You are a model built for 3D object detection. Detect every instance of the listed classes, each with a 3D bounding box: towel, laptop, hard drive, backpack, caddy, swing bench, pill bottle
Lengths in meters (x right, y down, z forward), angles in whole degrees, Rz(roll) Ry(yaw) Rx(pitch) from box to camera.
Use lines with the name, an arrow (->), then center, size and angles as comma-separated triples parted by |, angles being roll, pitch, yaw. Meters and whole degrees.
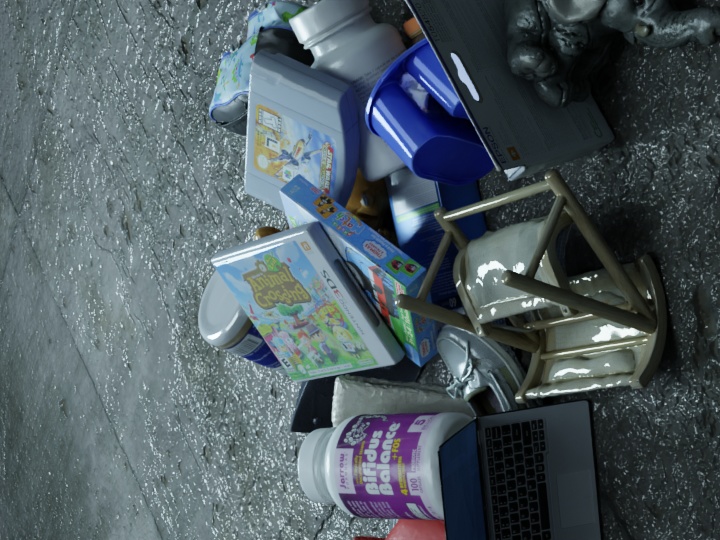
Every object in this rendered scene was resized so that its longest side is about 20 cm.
towel -> 0.062, 0.190, 1.769 | 0.035, 0.197, 0.134 | -65, -18, -69
laptop -> 0.165, 0.244, 1.561 | 0.116, 0.197, 0.190 | -160, 63, -76
hard drive -> -0.003, 0.126, 1.885 | 0.043, 0.133, 0.201 | -102, 27, -42
backpack -> -0.078, -0.229, 1.869 | 0.199, 0.181, 0.149 | -13, 64, 61
caddy -> 0.090, -0.173, 1.602 | 0.142, 0.199, 0.105 | -49, 63, 19
swing bench -> 0.178, 0.025, 1.548 | 0.198, 0.199, 0.131 | -15, 43, 56
pill bottle -> -0.091, 0.068, 1.921 | 0.115, 0.199, 0.117 | -34, 43, 39
pill bottle -> 0.032, 0.211, 1.678 | 0.198, 0.112, 0.114 | -6, 93, 38
pill bottle -> 0.007, -0.213, 1.734 | 0.114, 0.114, 0.201 | -15, 107, 57

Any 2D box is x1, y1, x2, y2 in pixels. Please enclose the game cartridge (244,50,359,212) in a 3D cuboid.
game cartridge -> -0.065, -0.138, 1.731 | 0.132, 0.042, 0.201 | 29, 139, 21

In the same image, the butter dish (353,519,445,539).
butter dish -> 0.129, 0.306, 1.708 | 0.199, 0.199, 0.149 | 37, 105, 47

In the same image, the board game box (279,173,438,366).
board game box -> 0.000, 0.000, 1.705 | 0.200, 0.037, 0.152 | 39, 158, 31

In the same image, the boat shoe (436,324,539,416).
boat shoe -> 0.143, 0.145, 1.671 | 0.203, 0.064, 0.074 | 56, 149, 4

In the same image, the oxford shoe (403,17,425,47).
oxford shoe -> 0.101, -0.247, 1.657 | 0.200, 0.070, 0.074 | -172, 67, -80

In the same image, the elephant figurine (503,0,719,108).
elephant figurine -> 0.232, -0.253, 1.444 | 0.200, 0.155, 0.142 | -37, 24, 43

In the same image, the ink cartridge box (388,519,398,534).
ink cartridge box -> 0.083, 0.249, 1.856 | 0.094, 0.044, 0.202 | 30, 122, 49

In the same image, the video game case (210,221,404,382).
video game case -> -0.063, 0.040, 1.749 | 0.199, 0.022, 0.183 | -14, 114, 52

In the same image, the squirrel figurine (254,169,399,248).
squirrel figurine -> 0.001, -0.046, 1.859 | 0.187, 0.141, 0.201 | -43, 76, 41

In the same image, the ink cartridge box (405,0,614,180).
ink cartridge box -> 0.134, -0.186, 1.492 | 0.041, 0.199, 0.201 | -36, 77, 42

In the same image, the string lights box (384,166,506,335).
string lights box -> 0.094, -0.022, 1.755 | 0.102, 0.058, 0.203 | -16, 85, 57
